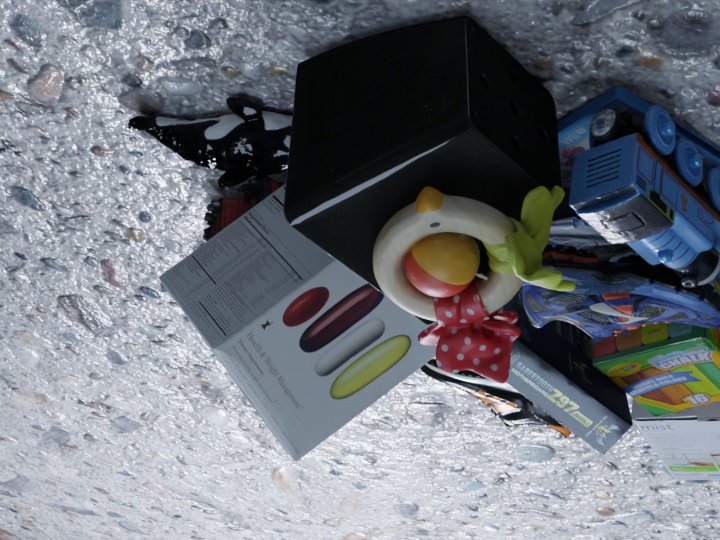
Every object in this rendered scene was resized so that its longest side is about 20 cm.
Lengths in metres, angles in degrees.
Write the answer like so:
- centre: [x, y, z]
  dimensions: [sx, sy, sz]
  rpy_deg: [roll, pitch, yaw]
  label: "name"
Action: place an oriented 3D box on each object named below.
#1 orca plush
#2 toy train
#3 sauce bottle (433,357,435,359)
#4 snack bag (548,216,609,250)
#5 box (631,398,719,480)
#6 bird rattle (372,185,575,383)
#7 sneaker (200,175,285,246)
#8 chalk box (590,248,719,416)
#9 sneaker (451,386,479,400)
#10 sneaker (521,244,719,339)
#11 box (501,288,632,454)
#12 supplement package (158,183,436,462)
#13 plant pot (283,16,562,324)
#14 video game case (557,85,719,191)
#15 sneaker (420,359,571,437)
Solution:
- centre: [-0.138, -0.121, 1.385]
  dimensions: [0.200, 0.071, 0.105]
  rpy_deg: [12, 151, 1]
  label: "orca plush"
- centre: [0.269, -0.063, 1.245]
  dimensions: [0.087, 0.114, 0.200]
  rpy_deg: [-16, 140, 41]
  label: "toy train"
- centre: [0.086, 0.069, 1.555]
  dimensions: [0.200, 0.065, 0.065]
  rpy_deg: [8, 150, 1]
  label: "sauce bottle"
- centre: [0.175, -0.028, 1.382]
  dimensions: [0.200, 0.021, 0.189]
  rpy_deg: [-5, 173, 36]
  label: "snack bag"
- centre: [0.446, 0.175, 1.640]
  dimensions: [0.200, 0.097, 0.176]
  rpy_deg: [-6, 145, 30]
  label: "box"
- centre: [0.088, -0.002, 1.169]
  dimensions: [0.163, 0.113, 0.200]
  rpy_deg: [24, 139, -15]
  label: "bird rattle"
- centre: [-0.107, -0.049, 1.493]
  dimensions: [0.098, 0.071, 0.200]
  rpy_deg: [9, 165, -26]
  label: "sneaker"
- centre: [0.312, 0.051, 1.417]
  dimensions: [0.125, 0.124, 0.200]
  rpy_deg: [-18, 146, 31]
  label: "chalk box"
- centre: [0.201, 0.133, 1.689]
  dimensions: [0.200, 0.070, 0.108]
  rpy_deg: [27, 153, -36]
  label: "sneaker"
- centre: [0.248, 0.029, 1.315]
  dimensions: [0.200, 0.075, 0.078]
  rpy_deg: [10, 114, 10]
  label: "sneaker"
- centre: [0.207, 0.089, 1.464]
  dimensions: [0.158, 0.200, 0.051]
  rpy_deg: [38, 111, -10]
  label: "box"
- centre: [-0.054, 0.042, 1.381]
  dimensions: [0.147, 0.200, 0.191]
  rpy_deg: [45, 169, 48]
  label: "supplement package"
- centre: [0.069, -0.106, 1.229]
  dimensions: [0.177, 0.200, 0.199]
  rpy_deg: [-28, 132, 31]
  label: "plant pot"
- centre: [0.272, -0.096, 1.321]
  dimensions: [0.200, 0.018, 0.143]
  rpy_deg: [27, 148, -23]
  label: "video game case"
- centre: [0.157, 0.142, 1.586]
  dimensions: [0.200, 0.070, 0.090]
  rpy_deg: [12, 124, 21]
  label: "sneaker"
